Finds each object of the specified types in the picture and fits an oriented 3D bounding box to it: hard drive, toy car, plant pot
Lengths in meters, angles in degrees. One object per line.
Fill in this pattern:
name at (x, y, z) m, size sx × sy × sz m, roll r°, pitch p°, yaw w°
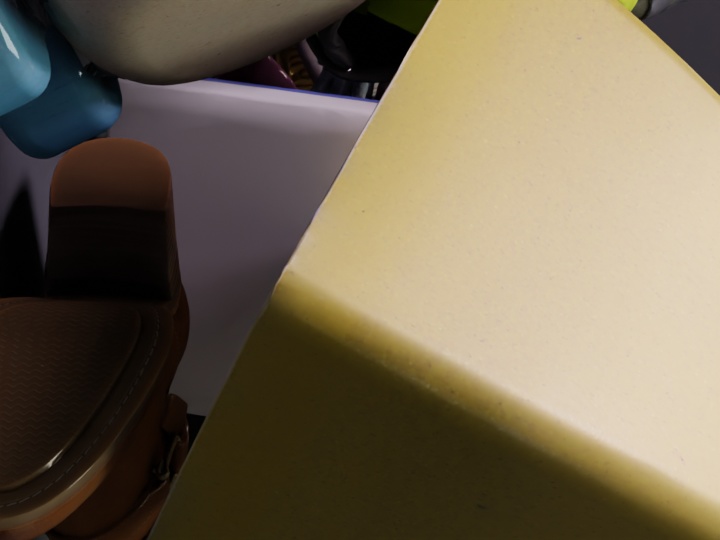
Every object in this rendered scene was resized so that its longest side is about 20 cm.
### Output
hard drive at (0.000, 0.000, 1.101) m, size 0.025 × 0.199 × 0.133 m, roll -63°, pitch 160°, yaw -68°
toy car at (-0.071, -0.165, 0.873) m, size 0.177 × 0.183 × 0.201 m, roll 17°, pitch 48°, yaw -81°
plant pot at (0.054, 0.043, 0.950) m, size 0.200 × 0.176 × 0.200 m, roll -60°, pitch 180°, yaw -42°

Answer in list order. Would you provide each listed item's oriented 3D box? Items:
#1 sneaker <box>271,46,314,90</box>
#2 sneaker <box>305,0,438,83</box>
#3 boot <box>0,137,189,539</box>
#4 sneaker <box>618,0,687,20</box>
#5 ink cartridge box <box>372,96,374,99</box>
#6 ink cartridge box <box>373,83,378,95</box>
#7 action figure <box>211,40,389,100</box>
sneaker at (-0.047, -0.010, 1.307) m, size 0.088 × 0.075 × 0.201 m, roll -119°, pitch -150°, yaw -73°
sneaker at (-0.004, -0.123, 1.105) m, size 0.083 × 0.199 × 0.071 m, roll -36°, pitch 152°, yaw -52°
boot at (-0.100, 0.068, 0.985) m, size 0.200 × 0.076 × 0.156 m, roll -86°, pitch 179°, yaw -55°
sneaker at (0.105, -0.193, 1.145) m, size 0.081 × 0.074 × 0.201 m, roll -7°, pitch 105°, yaw -43°
ink cartridge box at (0.056, -0.012, 1.380) m, size 0.043 × 0.200 × 0.198 m, roll -49°, pitch -162°, yaw -3°
ink cartridge box at (0.004, -0.191, 1.264) m, size 0.200 × 0.083 × 0.146 m, roll -108°, pitch -168°, yaw -52°
action figure at (-0.017, -0.015, 1.219) m, size 0.150 × 0.133 × 0.200 m, roll -67°, pitch 148°, yaw -27°
